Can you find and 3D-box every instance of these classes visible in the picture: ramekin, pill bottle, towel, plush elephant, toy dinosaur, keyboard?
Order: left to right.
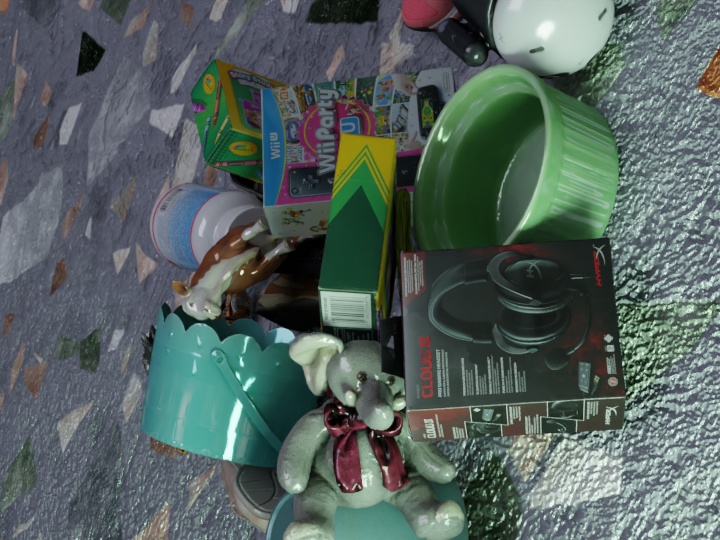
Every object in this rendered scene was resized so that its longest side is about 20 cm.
[{"bbox_3d":[-0.192,0.115,1.937,0.135,0.102,0.200,11,63,43],"label":"toy dinosaur"},{"bbox_3d":[-0.170,-0.045,1.952,0.200,0.108,0.109,15,89,59],"label":"pill bottle"},{"bbox_3d":[-0.053,-0.036,1.770,0.104,0.040,0.200,-36,19,-26],"label":"keyboard"},{"bbox_3d":[0.007,0.134,1.431,0.200,0.164,0.155,-105,18,-53],"label":"plush elephant"},{"bbox_3d":[0.047,0.009,1.554,0.200,0.018,0.086,83,-173,-59],"label":"towel"},{"bbox_3d":[0.143,-0.079,1.469,0.200,0.097,0.201,-33,49,48],"label":"ramekin"}]

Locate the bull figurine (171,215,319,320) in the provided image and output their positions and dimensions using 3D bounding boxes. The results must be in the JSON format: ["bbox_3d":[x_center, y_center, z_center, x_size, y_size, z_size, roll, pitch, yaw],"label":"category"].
[{"bbox_3d":[-0.117,-0.015,1.694,0.121,0.065,0.200,-33,7,26],"label":"bull figurine"}]

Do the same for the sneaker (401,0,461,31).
[{"bbox_3d":[0.091,-0.324,1.680,0.200,0.087,0.074,-35,47,47],"label":"sneaker"}]

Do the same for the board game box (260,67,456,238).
[{"bbox_3d":[0.003,-0.118,1.628,0.064,0.199,0.148,75,-170,-60],"label":"board game box"}]

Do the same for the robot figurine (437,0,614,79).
[{"bbox_3d":[0.158,-0.260,1.511,0.151,0.124,0.200,-66,31,23],"label":"robot figurine"}]

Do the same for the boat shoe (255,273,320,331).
[{"bbox_3d":[-0.046,0.022,1.756,0.200,0.076,0.074,0,63,56],"label":"boat shoe"}]

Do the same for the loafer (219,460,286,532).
[{"bbox_3d":[-0.117,0.242,1.783,0.200,0.072,0.063,-128,43,-61],"label":"loafer"}]

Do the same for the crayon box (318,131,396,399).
[{"bbox_3d":[0.000,0.000,1.512,0.200,0.058,0.173,88,-173,-57],"label":"crayon box"}]

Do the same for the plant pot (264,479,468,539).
[{"bbox_3d":[-0.011,0.263,1.524,0.200,0.134,0.201,-31,52,49],"label":"plant pot"}]

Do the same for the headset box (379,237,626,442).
[{"bbox_3d":[0.116,0.059,1.354,0.077,0.199,0.149,79,-170,-62],"label":"headset box"}]

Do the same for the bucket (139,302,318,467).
[{"bbox_3d":[-0.136,0.124,1.730,0.207,0.207,0.135,19,96,59],"label":"bucket"}]

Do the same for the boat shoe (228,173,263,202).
[{"bbox_3d":[-0.093,-0.103,1.903,0.200,0.057,0.067,10,85,59],"label":"boat shoe"}]

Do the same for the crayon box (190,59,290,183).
[{"bbox_3d":[-0.080,-0.146,1.763,0.058,0.199,0.119,-51,37,32],"label":"crayon box"}]
